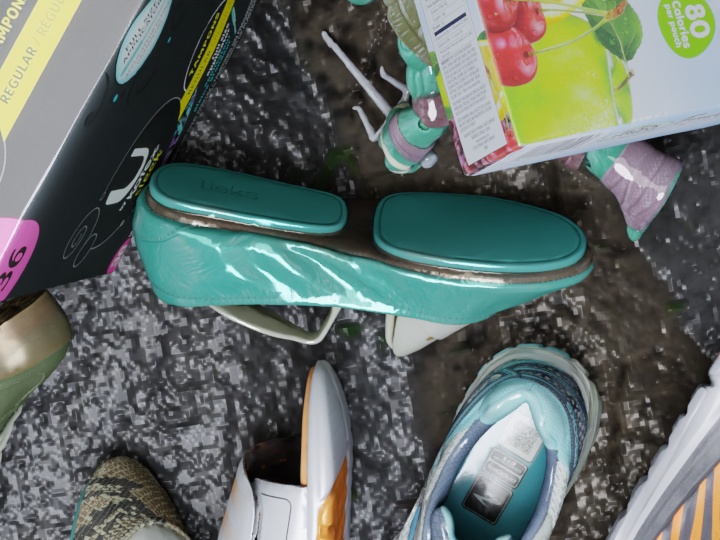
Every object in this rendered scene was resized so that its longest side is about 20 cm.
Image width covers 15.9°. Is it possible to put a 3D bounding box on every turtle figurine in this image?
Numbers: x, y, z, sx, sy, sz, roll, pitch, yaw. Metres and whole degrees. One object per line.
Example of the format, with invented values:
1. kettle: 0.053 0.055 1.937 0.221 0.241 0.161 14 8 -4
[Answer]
1. turtle figurine: 0.053 -0.103 1.092 0.200 0.101 0.150 28 98 0

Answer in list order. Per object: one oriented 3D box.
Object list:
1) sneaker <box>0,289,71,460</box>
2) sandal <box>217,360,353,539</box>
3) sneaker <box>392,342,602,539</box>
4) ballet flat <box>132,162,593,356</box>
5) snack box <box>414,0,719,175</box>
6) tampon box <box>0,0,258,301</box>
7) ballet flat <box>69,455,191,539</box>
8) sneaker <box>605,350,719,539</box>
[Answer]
1. sneaker: -0.181 0.082 1.135 0.200 0.067 0.090 -28 100 36
2. sandal: -0.037 0.143 1.129 0.059 0.079 0.207 3 97 6
3. sneaker: 0.040 0.127 1.112 0.077 0.086 0.201 19 97 8
4. ballet flat: 0.000 0.000 1.125 0.199 0.067 0.071 8 123 3
5. snack box: 0.117 -0.127 1.038 0.200 0.053 0.143 -12 84 -27
6. tampon box: -0.145 -0.085 1.069 0.126 0.200 0.150 30 99 6
7. ballet flat: -0.095 0.176 1.116 0.075 0.068 0.201 -14 61 47
8. sneaker: 0.170 0.113 1.095 0.112 0.078 0.200 32 98 7
